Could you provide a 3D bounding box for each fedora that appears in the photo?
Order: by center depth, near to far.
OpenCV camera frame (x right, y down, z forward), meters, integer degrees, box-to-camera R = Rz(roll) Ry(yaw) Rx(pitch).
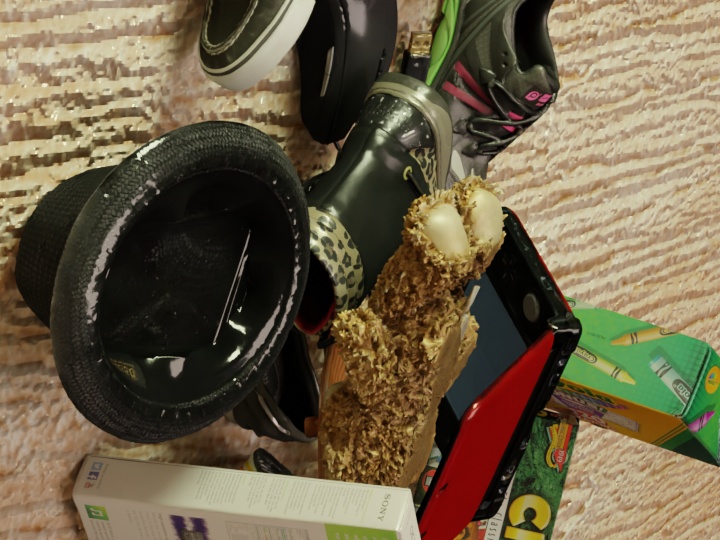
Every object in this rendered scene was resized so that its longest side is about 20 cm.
[{"bbox_3d":[-0.118,-0.003,1.550,0.200,0.091,0.201,-29,130,-43],"label":"fedora"}]

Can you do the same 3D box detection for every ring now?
[{"bbox_3d":[-0.009,0.132,1.778,0.200,0.019,0.201,-4,90,-80],"label":"ring"}]

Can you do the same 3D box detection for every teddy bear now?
[{"bbox_3d":[0.026,0.034,1.654,0.145,0.067,0.201,-47,157,-49],"label":"teddy bear"}]

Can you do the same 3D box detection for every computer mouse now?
[{"bbox_3d":[0.013,-0.130,1.755,0.140,0.046,0.201,-36,137,-46],"label":"computer mouse"}]

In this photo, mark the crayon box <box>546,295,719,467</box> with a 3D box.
[{"bbox_3d":[0.162,0.067,1.989,0.058,0.199,0.119,-66,152,-11],"label":"crayon box"}]

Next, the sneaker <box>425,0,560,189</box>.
[{"bbox_3d":[0.084,-0.114,1.855,0.077,0.084,0.201,-10,117,-58],"label":"sneaker"}]

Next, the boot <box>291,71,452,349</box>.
[{"bbox_3d":[-0.001,-0.001,1.718,0.154,0.073,0.204,-54,153,-38],"label":"boot"}]

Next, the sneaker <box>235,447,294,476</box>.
[{"bbox_3d":[-0.066,0.176,1.813,0.090,0.070,0.200,-35,157,-1],"label":"sneaker"}]

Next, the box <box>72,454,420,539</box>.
[{"bbox_3d":[-0.058,0.174,1.665,0.145,0.199,0.036,79,24,-46],"label":"box"}]

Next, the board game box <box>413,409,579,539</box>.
[{"bbox_3d":[0.084,0.190,2.039,0.023,0.104,0.201,-89,-169,-77],"label":"board game box"}]

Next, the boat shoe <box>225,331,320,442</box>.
[{"bbox_3d":[-0.058,0.027,1.719,0.067,0.057,0.200,-50,146,-34],"label":"boat shoe"}]

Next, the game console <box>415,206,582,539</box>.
[{"bbox_3d":[0.056,0.086,1.862,0.118,0.173,0.200,-7,141,-27],"label":"game console"}]

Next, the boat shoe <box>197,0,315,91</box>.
[{"bbox_3d":[-0.053,-0.200,1.576,0.064,0.071,0.201,19,92,-46],"label":"boat shoe"}]
